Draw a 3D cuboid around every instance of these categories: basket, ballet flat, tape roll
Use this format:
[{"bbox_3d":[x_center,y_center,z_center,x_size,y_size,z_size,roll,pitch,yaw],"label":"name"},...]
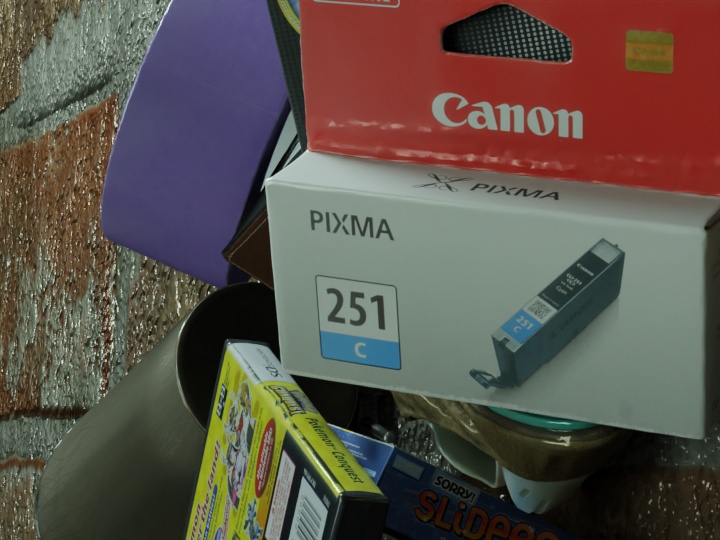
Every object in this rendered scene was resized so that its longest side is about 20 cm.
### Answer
[{"bbox_3d":[-0.089,0.098,1.250,0.136,0.180,0.200,53,145,7],"label":"basket"},{"bbox_3d":[0.070,0.073,0.994,0.199,0.067,0.073,21,124,56],"label":"ballet flat"},{"bbox_3d":[-0.074,-0.094,1.236,0.200,0.084,0.202,24,-90,-85],"label":"tape roll"}]

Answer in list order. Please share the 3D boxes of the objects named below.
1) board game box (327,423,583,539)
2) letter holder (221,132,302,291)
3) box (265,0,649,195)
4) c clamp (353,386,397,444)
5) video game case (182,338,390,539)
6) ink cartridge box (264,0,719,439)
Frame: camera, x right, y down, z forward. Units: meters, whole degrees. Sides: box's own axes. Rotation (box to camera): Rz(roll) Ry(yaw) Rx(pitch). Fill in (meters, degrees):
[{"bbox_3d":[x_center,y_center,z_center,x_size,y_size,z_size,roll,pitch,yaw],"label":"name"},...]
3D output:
[{"bbox_3d":[0.025,0.113,1.003,0.035,0.135,0.200,-64,22,-7],"label":"board game box"},{"bbox_3d":[0.035,-0.036,1.081,0.101,0.142,0.200,-59,8,-25],"label":"letter holder"},{"bbox_3d":[0.048,-0.077,0.903,0.159,0.044,0.202,-4,108,28],"label":"box"},{"bbox_3d":[0.000,0.000,1.235,0.171,0.027,0.202,170,100,-74],"label":"c clamp"},{"bbox_3d":[-0.047,0.157,0.954,0.181,0.025,0.202,-135,55,-63],"label":"video game case"},{"bbox_3d":[0.056,-0.031,0.866,0.198,0.045,0.178,7,114,25],"label":"ink cartridge box"}]
